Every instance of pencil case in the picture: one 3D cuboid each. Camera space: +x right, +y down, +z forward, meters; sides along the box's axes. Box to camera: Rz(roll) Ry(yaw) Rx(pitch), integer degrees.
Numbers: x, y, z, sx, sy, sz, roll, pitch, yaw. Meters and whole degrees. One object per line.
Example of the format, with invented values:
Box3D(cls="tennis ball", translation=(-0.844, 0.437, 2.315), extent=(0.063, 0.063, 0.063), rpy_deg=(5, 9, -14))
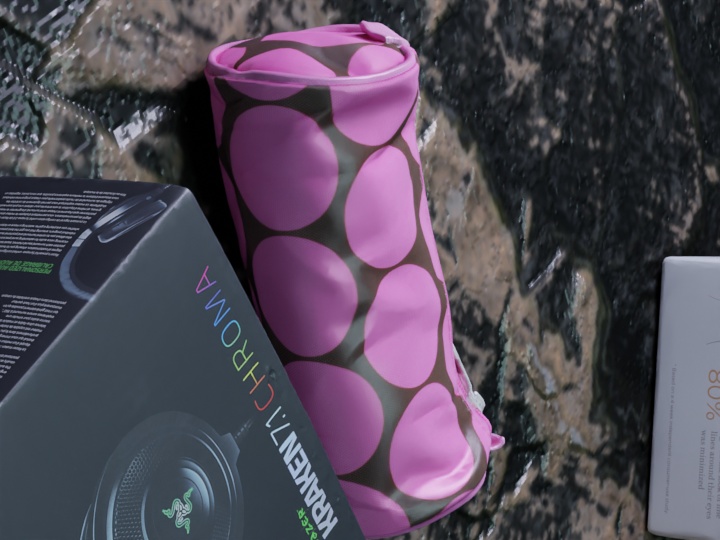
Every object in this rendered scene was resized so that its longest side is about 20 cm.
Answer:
Box3D(cls="pencil case", translation=(0.000, 0.000, 0.835), extent=(0.093, 0.091, 0.201), rpy_deg=(-17, 113, -15))

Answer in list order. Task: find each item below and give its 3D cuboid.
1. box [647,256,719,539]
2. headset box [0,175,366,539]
Box3D(cls="box", translation=(0.266, 0.073, 1.105), extent=(0.106, 0.199, 0.153), rpy_deg=(1, 93, -53))
Box3D(cls="headset box", translation=(-0.109, 0.098, 0.689), extent=(0.200, 0.092, 0.175), rpy_deg=(-52, 131, -37))
